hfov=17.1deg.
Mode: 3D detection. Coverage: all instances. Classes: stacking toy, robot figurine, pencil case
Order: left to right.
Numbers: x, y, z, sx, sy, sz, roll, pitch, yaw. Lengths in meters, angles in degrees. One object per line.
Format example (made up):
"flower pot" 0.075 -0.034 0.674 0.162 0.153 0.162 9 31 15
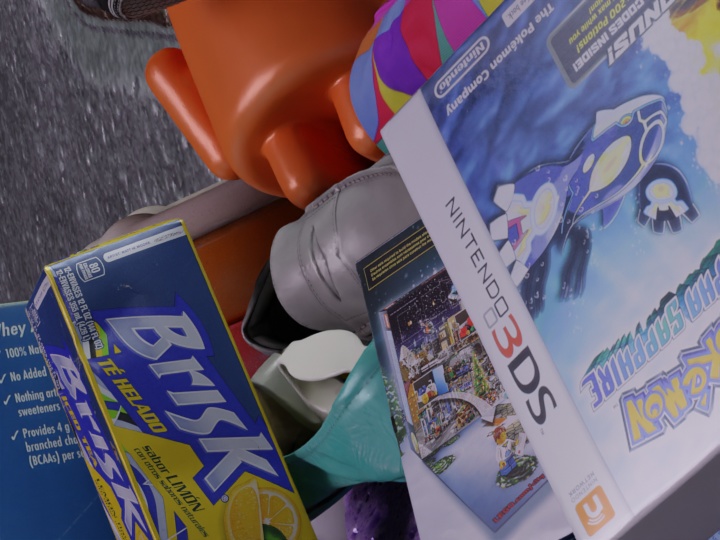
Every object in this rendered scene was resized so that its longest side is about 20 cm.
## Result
"stacking toy" -0.041 0.048 1.191 0.201 0.146 0.146 65 158 -3
"robot figurine" -0.027 -0.113 1.067 0.144 0.116 0.201 110 145 -52
"pencil case" 0.061 -0.099 0.903 0.200 0.088 0.089 139 120 -64

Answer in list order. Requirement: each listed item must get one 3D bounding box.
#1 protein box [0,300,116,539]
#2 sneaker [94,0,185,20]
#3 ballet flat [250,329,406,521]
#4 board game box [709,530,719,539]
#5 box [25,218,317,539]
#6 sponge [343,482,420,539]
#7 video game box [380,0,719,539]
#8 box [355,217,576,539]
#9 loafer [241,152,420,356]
"protein box" -0.116 0.123 1.267 0.135 0.198 0.201 129 129 -61
"sneaker" -0.023 -0.147 0.973 0.078 0.199 0.086 16 -126 -69
"ballet flat" -0.009 0.057 0.975 0.070 0.067 0.200 49 155 -4
"board game box" 0.127 0.131 0.861 0.200 0.056 0.197 -121 31 -43
"box" -0.069 0.086 0.973 0.201 0.064 0.070 66 159 9
"sponge" 0.028 0.109 0.985 0.200 0.030 0.112 -93 26 -57
"video game box" 0.110 -0.037 0.733 0.200 0.047 0.183 -46 53 27
"box" 0.090 0.014 0.800 0.200 0.038 0.137 -34 56 36
"loafer" 0.000 0.000 0.968 0.070 0.069 0.200 68 160 12
